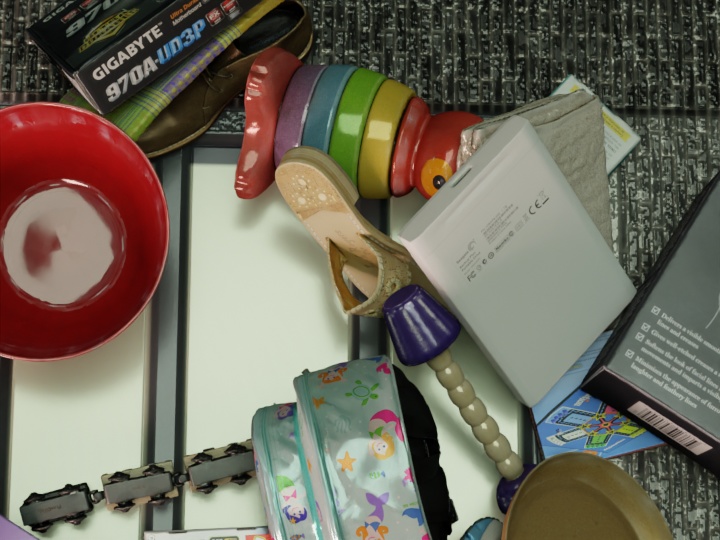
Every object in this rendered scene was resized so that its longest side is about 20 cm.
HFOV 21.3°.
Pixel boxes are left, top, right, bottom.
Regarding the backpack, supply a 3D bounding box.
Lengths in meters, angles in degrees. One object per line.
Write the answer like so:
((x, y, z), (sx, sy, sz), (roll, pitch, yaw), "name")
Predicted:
((-0.002, 0.155, 1.451), (0.150, 0.200, 0.179), (-12, 80, -3), "backpack")

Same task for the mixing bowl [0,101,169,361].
((-0.243, -0.026, 1.514), (0.199, 0.108, 0.202), (0, 85, 1), "mixing bowl")

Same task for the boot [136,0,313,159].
((-0.127, -0.164, 1.576), (0.199, 0.075, 0.074), (-35, 84, -9), "boot")

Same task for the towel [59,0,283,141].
((-0.145, -0.186, 1.558), (0.200, 0.143, 0.023), (-45, 122, -13), "towel")

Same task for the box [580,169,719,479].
((0.293, 0.043, 1.523), (0.148, 0.107, 0.201), (33, 78, 4), "box")

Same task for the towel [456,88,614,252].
((0.144, -0.037, 1.522), (0.132, 0.034, 0.201), (-22, 118, -25), "towel")

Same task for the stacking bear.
((0.014, -0.104, 1.536), (0.199, 0.114, 0.122), (14, 116, 11), "stacking bear")

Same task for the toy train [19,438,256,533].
((-0.170, 0.170, 1.516), (0.199, 0.046, 0.034), (-13, 91, -4), "toy train")

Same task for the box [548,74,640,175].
((0.135, -0.061, 1.583), (0.082, 0.049, 0.200), (43, 79, 6), "box")

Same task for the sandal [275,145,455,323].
((-0.004, 0.001, 1.506), (0.212, 0.077, 0.070), (50, 46, -27), "sandal")

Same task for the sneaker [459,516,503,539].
((0.083, 0.279, 1.441), (0.086, 0.075, 0.201), (22, 56, 5), "sneaker")

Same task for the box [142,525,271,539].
((-0.113, 0.303, 1.496), (0.109, 0.035, 0.201), (-2, 78, -4), "box")

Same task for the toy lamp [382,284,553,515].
((0.082, 0.099, 1.505), (0.058, 0.058, 0.201), (-36, 110, -10), "toy lamp")

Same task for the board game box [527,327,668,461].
((0.234, 0.094, 1.572), (0.199, 0.019, 0.104), (-13, 78, -7), "board game box")

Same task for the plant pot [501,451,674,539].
((0.177, 0.241, 1.487), (0.199, 0.027, 0.201), (19, 60, -36), "plant pot")

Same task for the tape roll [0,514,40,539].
((-0.247, 0.243, 1.416), (0.199, 0.200, 0.085), (33, 78, 4), "tape roll")

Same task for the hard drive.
((0.125, -0.005, 1.485), (0.132, 0.027, 0.200), (-46, 126, -11), "hard drive")

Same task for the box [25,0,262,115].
((-0.160, -0.217, 1.541), (0.200, 0.159, 0.046), (-37, 120, -7), "box")
